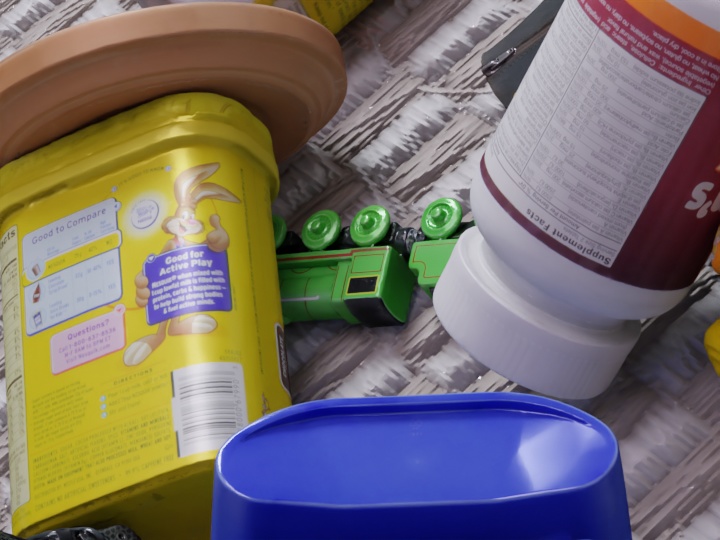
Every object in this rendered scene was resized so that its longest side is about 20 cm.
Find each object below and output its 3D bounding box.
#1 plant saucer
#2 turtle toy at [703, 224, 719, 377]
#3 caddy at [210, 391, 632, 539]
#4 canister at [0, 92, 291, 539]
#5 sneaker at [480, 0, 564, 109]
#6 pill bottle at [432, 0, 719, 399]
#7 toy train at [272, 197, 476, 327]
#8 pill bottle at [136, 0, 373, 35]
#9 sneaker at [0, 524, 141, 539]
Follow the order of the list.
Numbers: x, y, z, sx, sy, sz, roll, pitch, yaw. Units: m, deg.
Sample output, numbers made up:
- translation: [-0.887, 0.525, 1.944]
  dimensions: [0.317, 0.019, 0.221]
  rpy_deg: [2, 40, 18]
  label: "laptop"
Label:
- translation: [-0.103, -0.076, 1.344]
  dimensions: [0.199, 0.200, 0.033]
  rpy_deg: [-19, 70, 19]
  label: "plant saucer"
- translation: [0.224, 0.006, 1.092]
  dimensions: [0.146, 0.101, 0.200]
  rpy_deg: [-40, 39, -6]
  label: "turtle toy"
- translation: [0.024, 0.131, 1.045]
  dimensions: [0.198, 0.105, 0.142]
  rpy_deg: [-2, 44, 2]
  label: "caddy"
- translation: [-0.104, 0.034, 1.276]
  dimensions: [0.148, 0.087, 0.201]
  rpy_deg: [-21, 56, 21]
  label: "canister"
- translation: [0.133, -0.075, 1.274]
  dimensions: [0.106, 0.075, 0.200]
  rpy_deg: [-40, 37, 11]
  label: "sneaker"
- translation: [0.114, -0.050, 1.156]
  dimensions: [0.201, 0.109, 0.110]
  rpy_deg: [-63, 31, 25]
  label: "pill bottle"
- translation: [0.000, 0.000, 1.307]
  dimensions: [0.199, 0.042, 0.057]
  rpy_deg: [-5, 59, 32]
  label: "toy train"
- translation: [-0.026, -0.194, 1.457]
  dimensions: [0.200, 0.114, 0.114]
  rpy_deg: [-41, 40, -8]
  label: "pill bottle"
- translation: [-0.165, 0.134, 1.172]
  dimensions: [0.076, 0.199, 0.115]
  rpy_deg: [-29, 25, 34]
  label: "sneaker"
